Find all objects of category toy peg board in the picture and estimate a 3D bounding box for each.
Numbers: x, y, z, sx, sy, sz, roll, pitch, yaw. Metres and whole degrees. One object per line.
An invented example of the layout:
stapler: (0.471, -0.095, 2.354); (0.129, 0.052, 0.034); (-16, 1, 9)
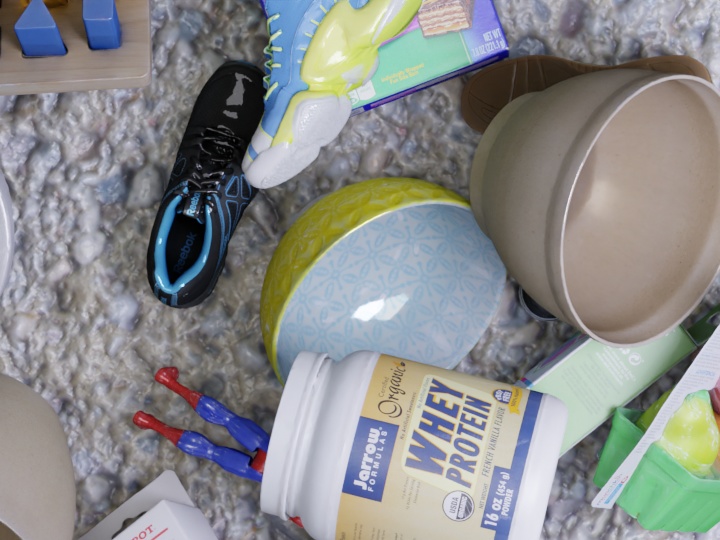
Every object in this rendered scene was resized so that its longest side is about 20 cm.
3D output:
toy peg board: (-0.263, -0.243, 1.712); (0.200, 0.098, 0.200); (-3, 66, 1)

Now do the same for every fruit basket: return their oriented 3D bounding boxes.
fruit basket: (0.265, 0.099, 1.703); (0.094, 0.185, 0.200); (35, 104, 32)

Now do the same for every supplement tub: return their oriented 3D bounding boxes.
supplement tub: (0.039, 0.139, 1.634); (0.200, 0.144, 0.145); (13, 90, 6)

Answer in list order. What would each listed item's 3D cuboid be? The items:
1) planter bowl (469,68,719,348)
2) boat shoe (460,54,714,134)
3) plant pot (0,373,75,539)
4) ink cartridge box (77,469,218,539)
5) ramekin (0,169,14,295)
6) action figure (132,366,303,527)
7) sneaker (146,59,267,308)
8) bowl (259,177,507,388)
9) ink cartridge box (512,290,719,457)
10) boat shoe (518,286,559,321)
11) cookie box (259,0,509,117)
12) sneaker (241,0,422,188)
planter bowl: (0.166, -0.059, 1.650); (0.135, 0.200, 0.201); (23, 90, 43)
boat shoe: (0.178, -0.126, 1.760); (0.200, 0.065, 0.071); (1, 79, 20)
plant pot: (-0.296, 0.155, 1.721); (0.200, 0.200, 0.135); (25, 54, 0)
ink cartridge box: (-0.150, 0.256, 1.722); (0.115, 0.068, 0.200); (-38, 67, 10)
ramekin: (-0.357, -0.037, 1.735); (0.202, 0.094, 0.203); (0, 103, 1)
action figure: (-0.069, 0.147, 1.772); (0.200, 0.099, 0.065); (29, 94, 22)
sneaker: (-0.113, -0.066, 1.755); (0.073, 0.082, 0.200); (16, 89, 2)
bowl: (0.000, 0.000, 1.731); (0.200, 0.200, 0.108); (-39, 48, 0)
ink cartridge box: (0.198, 0.063, 1.744); (0.200, 0.104, 0.059); (-38, 91, 0)
boat shoe: (0.207, -0.031, 1.767); (0.200, 0.057, 0.069); (-42, 90, 1)
cookie box: (0.003, -0.232, 1.757); (0.171, 0.075, 0.200); (-21, 90, 2)
sneaker: (-0.045, -0.161, 1.695); (0.105, 0.076, 0.200); (37, 87, 14)
